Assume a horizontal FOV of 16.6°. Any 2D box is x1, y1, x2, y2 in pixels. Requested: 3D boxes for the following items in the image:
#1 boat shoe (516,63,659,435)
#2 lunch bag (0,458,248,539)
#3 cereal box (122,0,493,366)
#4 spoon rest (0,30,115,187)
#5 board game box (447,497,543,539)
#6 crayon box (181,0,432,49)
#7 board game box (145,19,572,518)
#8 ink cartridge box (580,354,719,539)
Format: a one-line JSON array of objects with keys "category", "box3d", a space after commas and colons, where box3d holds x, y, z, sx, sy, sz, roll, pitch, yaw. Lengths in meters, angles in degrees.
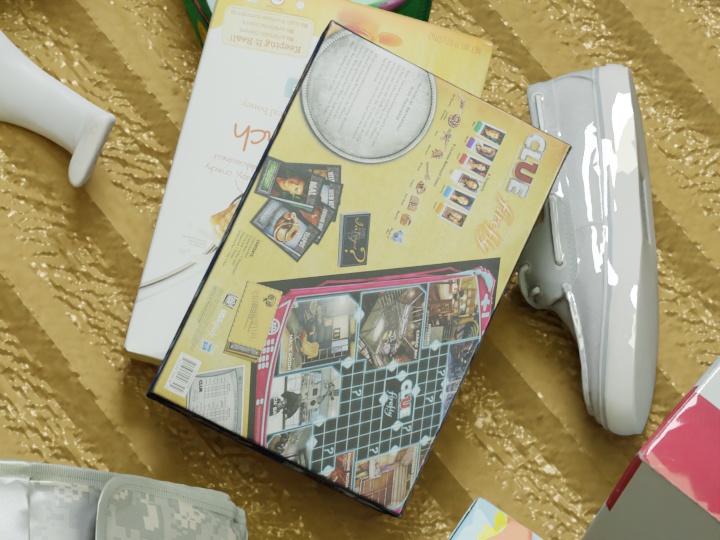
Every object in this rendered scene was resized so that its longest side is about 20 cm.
[{"category": "boat shoe", "box3d": [0.113, -0.011, 1.260, 0.068, 0.072, 0.201, -7, 72, 14]}, {"category": "lunch bag", "box3d": [-0.143, 0.177, 1.118, 0.199, 0.118, 0.165, 4, 65, -11]}, {"category": "cereal box", "box3d": [-0.026, -0.036, 1.232, 0.143, 0.040, 0.201, 14, 81, -6]}, {"category": "spoon rest", "box3d": [-0.213, -0.105, 1.264, 0.199, 0.061, 0.100, 29, 99, 9]}, {"category": "board game box", "box3d": [0.053, 0.198, 1.082, 0.103, 0.200, 0.105, 33, 67, 9]}, {"category": "crayon box", "box3d": [-0.053, -0.202, 1.327, 0.118, 0.058, 0.201, -19, 69, -13]}, {"category": "board game box", "box3d": [0.000, 0.000, 1.194, 0.135, 0.035, 0.201, 27, 81, -6]}, {"category": "ink cartridge box", "box3d": [0.230, 0.087, 1.182, 0.144, 0.145, 0.200, 39, 68, 11]}]
